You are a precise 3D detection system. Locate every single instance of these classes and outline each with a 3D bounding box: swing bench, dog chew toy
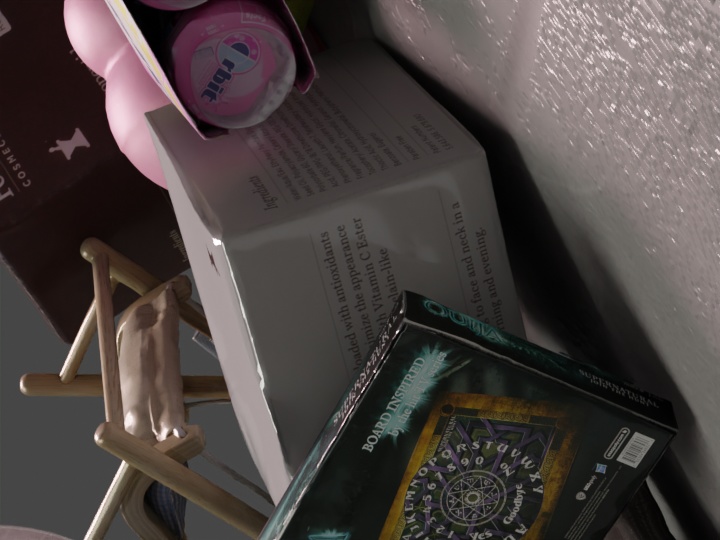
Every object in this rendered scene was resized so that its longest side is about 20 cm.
[{"bbox_3d":[-0.090,0.107,1.144,0.200,0.130,0.199,17,-151,-22],"label":"swing bench"},{"bbox_3d":[-0.107,-0.141,1.070,0.200,0.124,0.125,57,174,5],"label":"dog chew toy"}]

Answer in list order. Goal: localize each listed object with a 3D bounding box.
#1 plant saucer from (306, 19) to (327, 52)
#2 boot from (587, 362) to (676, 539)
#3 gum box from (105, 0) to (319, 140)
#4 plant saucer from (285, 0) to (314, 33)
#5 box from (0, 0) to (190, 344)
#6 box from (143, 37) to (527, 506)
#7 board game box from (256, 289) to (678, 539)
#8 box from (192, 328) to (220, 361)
[{"bbox_3d":[-0.075,-0.177,1.210,0.200,0.037,0.200,59,174,-12],"label":"plant saucer"},{"bbox_3d":[0.133,0.127,0.988,0.174,0.069,0.200,63,171,8],"label":"boot"},{"bbox_3d":[-0.099,-0.161,0.867,0.200,0.066,0.114,61,175,-30],"label":"gum box"},{"bbox_3d":[-0.074,-0.219,0.933,0.200,0.048,0.200,57,174,10],"label":"plant saucer"},{"bbox_3d":[-0.164,-0.095,1.228,0.166,0.200,0.164,54,173,27],"label":"box"},{"bbox_3d":[-0.007,0.016,0.952,0.200,0.131,0.199,-126,19,-63],"label":"box"},{"bbox_3d":[0.034,0.115,0.862,0.135,0.200,0.028,23,-153,-13],"label":"board game box"},{"bbox_3d":[-0.027,0.068,1.476,0.200,0.051,0.158,39,-159,-9],"label":"box"}]
